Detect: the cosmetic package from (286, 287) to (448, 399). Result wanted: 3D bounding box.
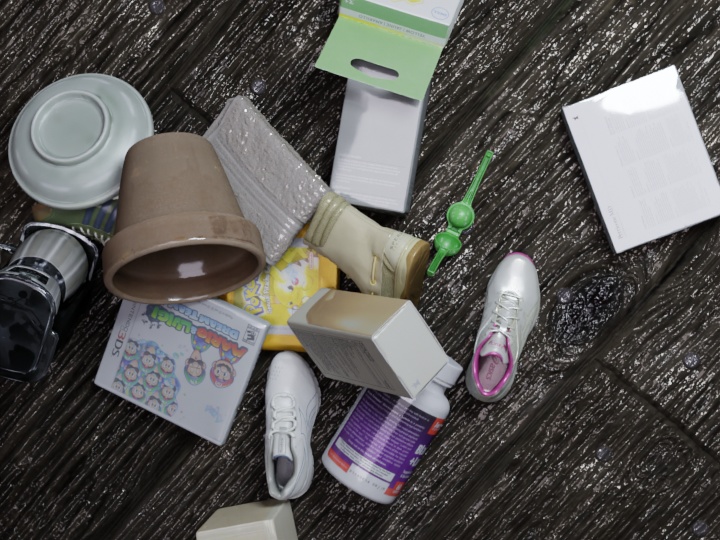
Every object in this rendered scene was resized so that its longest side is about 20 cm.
[{"bbox_3d":[0.006,0.087,1.470,0.071,0.200,0.105,-44,117,-23],"label":"cosmetic package"}]

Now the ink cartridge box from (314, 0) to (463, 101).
[{"bbox_3d":[0.041,-0.313,1.493,0.145,0.048,0.200,18,50,4],"label":"ink cartridge box"}]

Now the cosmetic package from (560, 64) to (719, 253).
[{"bbox_3d":[0.360,-0.140,1.520,0.150,0.052,0.200,-20,90,4],"label":"cosmetic package"}]

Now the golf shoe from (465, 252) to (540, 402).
[{"bbox_3d":[0.186,0.076,1.527,0.075,0.092,0.200,13,92,7],"label":"golf shoe"}]

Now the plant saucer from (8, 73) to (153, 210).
[{"bbox_3d":[-0.373,-0.179,1.561,0.200,0.050,0.201,-3,70,8],"label":"plant saucer"}]

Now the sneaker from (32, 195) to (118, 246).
[{"bbox_3d":[-0.335,-0.059,1.586,0.200,0.067,0.090,-9,86,3],"label":"sneaker"}]

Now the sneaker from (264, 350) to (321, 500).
[{"bbox_3d":[-0.092,0.206,1.561,0.074,0.087,0.201,-2,92,7],"label":"sneaker"}]

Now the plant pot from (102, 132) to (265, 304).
[{"bbox_3d":[-0.228,-0.073,1.485,0.200,0.200,0.175,-13,70,6],"label":"plant pot"}]

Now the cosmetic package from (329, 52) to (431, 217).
[{"bbox_3d":[0.027,-0.177,1.538,0.107,0.090,0.201,12,90,6],"label":"cosmetic package"}]

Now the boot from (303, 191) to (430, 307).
[{"bbox_3d":[0.000,0.000,1.520,0.155,0.200,0.073,31,55,15],"label":"boot"}]

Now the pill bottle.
[{"bbox_3d":[0.045,0.189,1.534,0.111,0.111,0.200,32,95,4],"label":"pill bottle"}]

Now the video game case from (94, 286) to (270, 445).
[{"bbox_3d":[-0.239,0.111,1.583,0.200,0.024,0.182,24,104,10],"label":"video game case"}]

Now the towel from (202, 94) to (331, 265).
[{"bbox_3d":[-0.137,-0.121,1.545,0.200,0.034,0.133,47,111,20],"label":"towel"}]

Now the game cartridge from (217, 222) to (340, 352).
[{"bbox_3d":[-0.127,0.019,1.587,0.199,0.032,0.177,2,92,5],"label":"game cartridge"}]

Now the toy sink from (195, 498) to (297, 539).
[{"bbox_3d":[-0.136,0.414,1.553,0.112,0.130,0.200,-12,92,6],"label":"toy sink"}]

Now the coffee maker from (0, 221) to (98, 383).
[{"bbox_3d":[-0.415,0.060,1.511,0.134,0.200,0.193,-2,112,4],"label":"coffee maker"}]

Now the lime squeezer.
[{"bbox_3d":[0.122,-0.064,1.544,0.038,0.071,0.200,19,64,21],"label":"lime squeezer"}]
